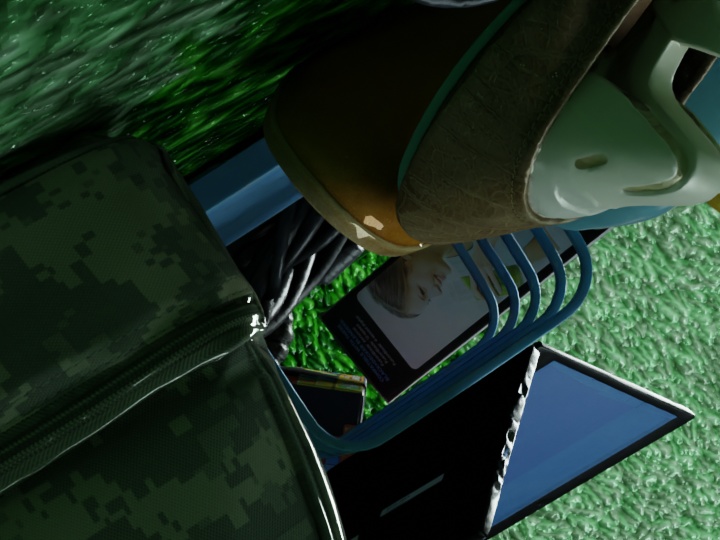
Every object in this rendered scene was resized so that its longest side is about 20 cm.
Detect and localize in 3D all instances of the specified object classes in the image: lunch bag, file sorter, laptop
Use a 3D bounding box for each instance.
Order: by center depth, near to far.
[{"bbox_3d":[-0.080,0.073,0.562,0.139,0.168,0.200,-33,178,-16],"label":"lunch bag"},{"bbox_3d":[0.031,0.119,0.839,0.177,0.103,0.200,-35,-164,28],"label":"laptop"},{"bbox_3d":[0.000,0.000,0.846,0.138,0.123,0.200,-34,178,-10],"label":"file sorter"}]

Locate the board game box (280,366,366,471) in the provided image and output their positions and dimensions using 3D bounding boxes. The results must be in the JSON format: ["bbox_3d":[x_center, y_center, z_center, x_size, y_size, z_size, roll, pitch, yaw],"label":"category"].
[{"bbox_3d":[-0.080,0.073,1.064,0.164,0.057,0.200,9,179,0],"label":"board game box"}]

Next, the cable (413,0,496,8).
[{"bbox_3d":[0.083,-0.111,0.398,0.199,0.051,0.163,-33,179,18],"label":"cable"}]

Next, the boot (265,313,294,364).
[{"bbox_3d":[-0.132,0.077,1.263,0.211,0.079,0.158,-44,-174,-2],"label":"boot"}]

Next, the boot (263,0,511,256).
[{"bbox_3d":[0.057,-0.084,0.634,0.144,0.071,0.201,-41,179,24],"label":"boot"}]

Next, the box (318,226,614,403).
[{"bbox_3d":[0.082,-0.025,1.033,0.200,0.060,0.117,-40,178,33],"label":"box"}]

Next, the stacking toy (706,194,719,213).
[{"bbox_3d":[0.176,-0.068,0.896,0.146,0.201,0.146,-32,178,-1],"label":"stacking toy"}]

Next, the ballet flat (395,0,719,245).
[{"bbox_3d":[0.085,-0.065,0.522,0.068,0.072,0.200,9,126,-53],"label":"ballet flat"}]

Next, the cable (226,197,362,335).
[{"bbox_3d":[-0.009,-0.023,1.050,0.163,0.051,0.200,-34,178,10],"label":"cable"}]

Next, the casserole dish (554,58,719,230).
[{"bbox_3d":[0.105,-0.058,0.670,0.121,0.039,0.200,-43,-178,-4],"label":"casserole dish"}]
